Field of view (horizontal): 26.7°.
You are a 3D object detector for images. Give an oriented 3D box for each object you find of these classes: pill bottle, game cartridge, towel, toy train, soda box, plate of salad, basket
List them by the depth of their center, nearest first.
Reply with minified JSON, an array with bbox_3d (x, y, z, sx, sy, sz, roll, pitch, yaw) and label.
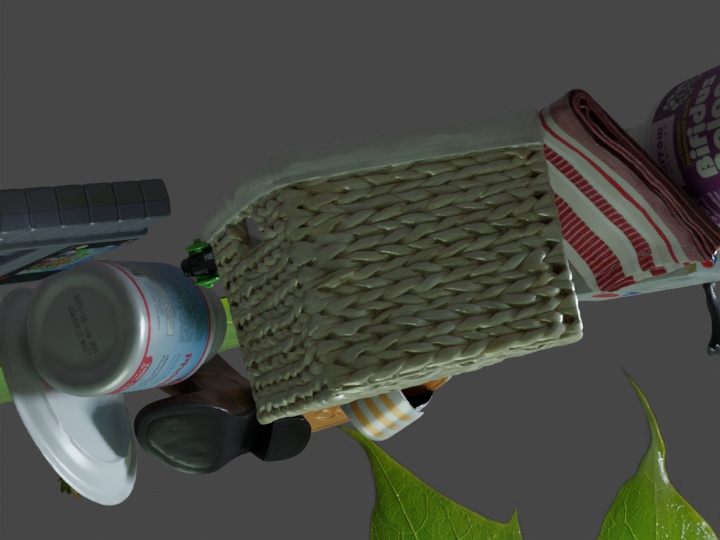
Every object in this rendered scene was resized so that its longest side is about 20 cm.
[{"bbox_3d":[-0.225,-0.015,0.961,0.129,0.039,0.199,-2,169,-44],"label":"game cartridge"},{"bbox_3d":[0.255,-0.083,0.994,0.112,0.113,0.200,-10,174,-29],"label":"pill bottle"},{"bbox_3d":[0.020,0.000,1.036,0.199,0.162,0.198,-13,174,-21],"label":"basket"},{"bbox_3d":[0.157,-0.048,1.052,0.023,0.144,0.200,-47,-175,-16],"label":"towel"},{"bbox_3d":[-0.051,-0.028,1.235,0.199,0.042,0.056,-15,-175,15],"label":"toy train"},{"bbox_3d":[-0.190,0.047,1.284,0.108,0.109,0.200,-15,175,18],"label":"pill bottle"},{"bbox_3d":[-0.253,0.109,1.284,0.048,0.201,0.200,-27,172,13],"label":"plate of salad"},{"bbox_3d":[0.234,-0.016,1.295,0.063,0.069,0.200,0,173,-29],"label":"soda box"}]

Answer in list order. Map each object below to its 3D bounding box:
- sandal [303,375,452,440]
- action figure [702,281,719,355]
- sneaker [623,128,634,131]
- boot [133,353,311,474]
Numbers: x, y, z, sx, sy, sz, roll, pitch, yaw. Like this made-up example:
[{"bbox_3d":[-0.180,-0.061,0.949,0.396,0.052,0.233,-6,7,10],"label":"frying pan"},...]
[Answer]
[{"bbox_3d":[0.003,0.134,1.408,0.206,0.060,0.079,-25,146,32],"label":"sandal"},{"bbox_3d":[0.343,-0.028,1.421,0.118,0.201,0.102,-13,163,1],"label":"action figure"},{"bbox_3d":[0.160,-0.068,1.217,0.076,0.076,0.200,6,154,-43],"label":"sneaker"},{"bbox_3d":[-0.168,0.105,1.397,0.188,0.069,0.200,-4,-154,-41],"label":"boot"}]
